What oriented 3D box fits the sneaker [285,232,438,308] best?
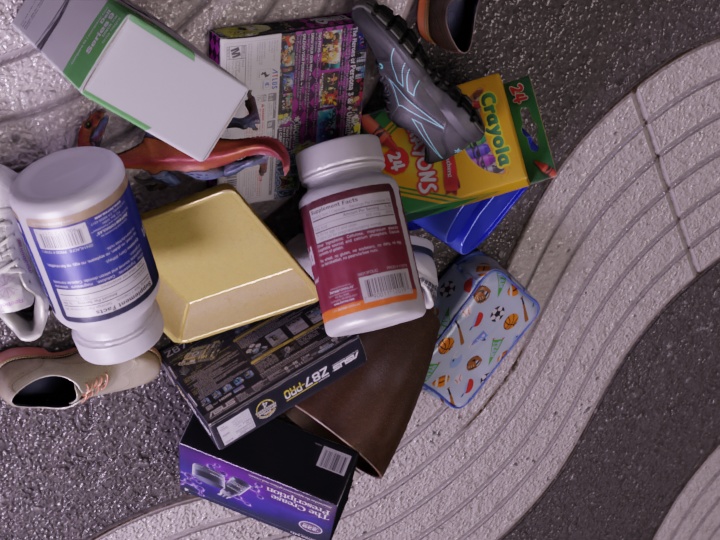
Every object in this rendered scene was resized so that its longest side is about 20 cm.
[{"bbox_3d":[0.000,0.000,1.489,0.198,0.081,0.076,3,157,-17],"label":"sneaker"}]

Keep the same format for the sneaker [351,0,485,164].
[{"bbox_3d":[0.048,-0.201,1.352,0.079,0.076,0.200,-35,103,23],"label":"sneaker"}]

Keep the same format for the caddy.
[{"bbox_3d":[0.127,-0.118,1.515,0.200,0.105,0.141,-51,157,4],"label":"caddy"}]

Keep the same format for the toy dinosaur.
[{"bbox_3d":[-0.188,-0.133,1.262,0.180,0.200,0.106,-11,97,-20],"label":"toy dinosaur"}]

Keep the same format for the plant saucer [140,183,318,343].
[{"bbox_3d":[-0.170,-0.015,1.368,0.198,0.049,0.200,-18,138,21],"label":"plant saucer"}]

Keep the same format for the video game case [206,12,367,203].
[{"bbox_3d":[-0.081,-0.176,1.379,0.180,0.036,0.202,-13,125,-27],"label":"video game case"}]

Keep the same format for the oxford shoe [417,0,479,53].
[{"bbox_3d":[0.107,-0.336,1.376,0.071,0.073,0.201,-19,127,-22],"label":"oxford shoe"}]

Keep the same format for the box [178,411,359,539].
[{"bbox_3d":[-0.111,0.240,1.493,0.142,0.198,0.079,100,12,-59],"label":"box"}]

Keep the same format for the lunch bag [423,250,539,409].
[{"bbox_3d":[0.140,0.085,1.674,0.200,0.076,0.160,-50,135,3],"label":"lunch bag"}]

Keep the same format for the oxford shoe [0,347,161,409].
[{"bbox_3d":[-0.308,0.125,1.395,0.198,0.074,0.071,-6,122,-31],"label":"oxford shoe"}]

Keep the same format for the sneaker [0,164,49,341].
[{"bbox_3d":[-0.350,-0.019,1.253,0.074,0.100,0.201,-16,127,-4],"label":"sneaker"}]

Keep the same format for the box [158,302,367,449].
[{"bbox_3d":[-0.116,0.099,1.449,0.199,0.161,0.049,-31,132,-15],"label":"box"}]

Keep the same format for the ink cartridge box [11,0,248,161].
[{"bbox_3d":[-0.217,-0.199,1.161,0.145,0.200,0.084,28,99,-42],"label":"ink cartridge box"}]

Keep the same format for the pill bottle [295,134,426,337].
[{"bbox_3d":[-0.004,-0.037,1.359,0.113,0.114,0.202,-9,82,-29],"label":"pill bottle"}]

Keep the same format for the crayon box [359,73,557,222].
[{"bbox_3d":[0.110,-0.141,1.418,0.198,0.128,0.051,-17,171,10],"label":"crayon box"}]

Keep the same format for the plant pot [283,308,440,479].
[{"bbox_3d":[0.007,0.121,1.555,0.201,0.186,0.187,-54,135,-14],"label":"plant pot"}]

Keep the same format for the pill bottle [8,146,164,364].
[{"bbox_3d":[-0.267,-0.012,1.253,0.115,0.116,0.201,-25,126,-18],"label":"pill bottle"}]

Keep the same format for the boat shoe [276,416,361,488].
[{"bbox_3d":[-0.073,0.248,1.639,0.060,0.072,0.200,-50,139,0],"label":"boat shoe"}]
